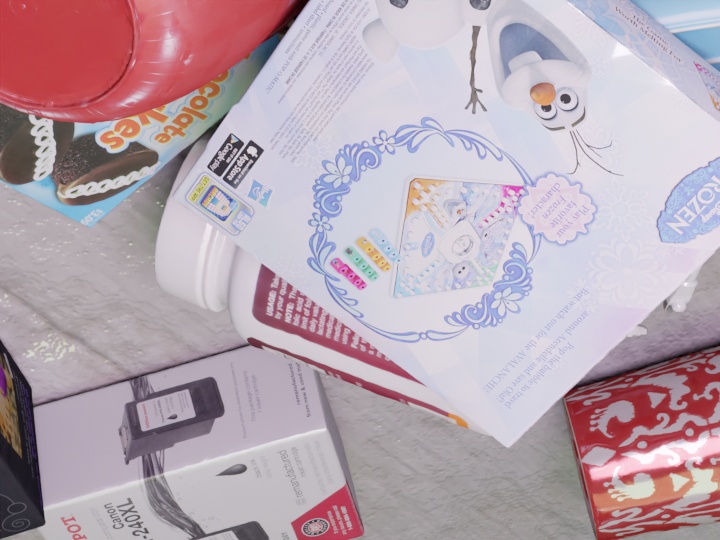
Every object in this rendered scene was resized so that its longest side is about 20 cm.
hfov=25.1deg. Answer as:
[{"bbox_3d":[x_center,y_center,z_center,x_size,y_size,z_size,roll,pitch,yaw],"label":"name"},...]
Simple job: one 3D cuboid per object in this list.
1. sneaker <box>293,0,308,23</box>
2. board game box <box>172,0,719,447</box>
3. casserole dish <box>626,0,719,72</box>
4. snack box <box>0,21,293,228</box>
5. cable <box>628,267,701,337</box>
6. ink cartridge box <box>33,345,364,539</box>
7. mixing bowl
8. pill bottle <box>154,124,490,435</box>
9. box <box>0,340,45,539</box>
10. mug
[{"bbox_3d":[0.007,-0.144,0.743,0.078,0.089,0.201,2,132,35],"label":"sneaker"},{"bbox_3d":[0.048,-0.045,0.703,0.198,0.043,0.200,37,127,-5],"label":"board game box"},{"bbox_3d":[0.143,-0.094,0.710,0.198,0.039,0.121,-5,151,28],"label":"casserole dish"},{"bbox_3d":[-0.114,-0.110,0.804,0.199,0.037,0.116,-37,137,25],"label":"snack box"},{"bbox_3d":[0.125,-0.047,0.938,0.198,0.070,0.201,4,137,-21],"label":"cable"},{"bbox_3d":[-0.111,0.136,1.068,0.198,0.084,0.146,-16,142,0],"label":"ink cartridge box"},{"bbox_3d":[-0.117,-0.135,0.653,0.198,0.109,0.202,10,135,10],"label":"mixing bowl"},{"bbox_3d":[0.000,0.000,0.854,0.198,0.115,0.115,21,141,11],"label":"pill bottle"},{"bbox_3d":[-0.270,0.073,0.917,0.121,0.107,0.201,-16,142,0],"label":"box"},{"bbox_3d":[0.254,0.130,1.153,0.198,0.134,0.178,-14,140,3],"label":"mug"}]
